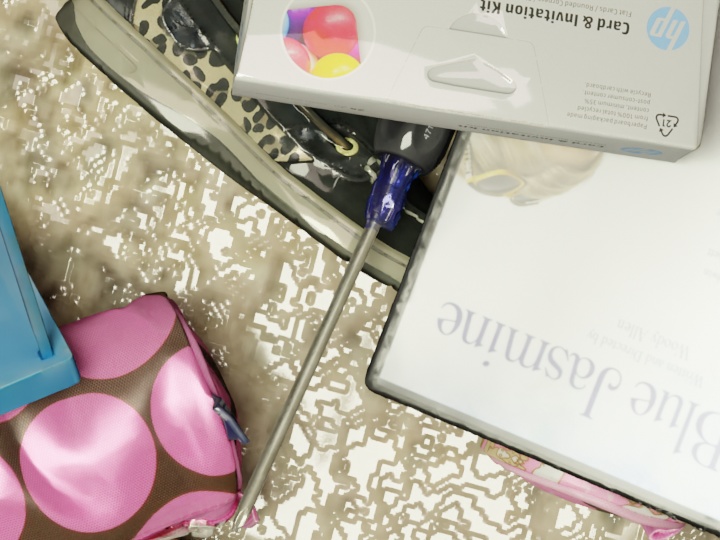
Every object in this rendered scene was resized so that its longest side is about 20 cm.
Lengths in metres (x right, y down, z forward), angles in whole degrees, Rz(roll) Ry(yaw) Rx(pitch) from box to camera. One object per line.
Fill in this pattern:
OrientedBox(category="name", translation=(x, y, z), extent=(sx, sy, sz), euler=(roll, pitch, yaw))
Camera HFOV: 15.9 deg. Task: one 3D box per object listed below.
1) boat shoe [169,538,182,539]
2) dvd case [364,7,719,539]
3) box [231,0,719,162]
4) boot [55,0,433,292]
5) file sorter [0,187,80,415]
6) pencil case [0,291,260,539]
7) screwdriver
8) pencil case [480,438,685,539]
OrientedBox(category="boat shoe", translation=(-0.008, 0.163, 0.960), extent=(0.200, 0.071, 0.070), euler=(38, 58, 11))
OrientedBox(category="dvd case", translation=(0.099, -0.026, 0.886), extent=(0.142, 0.018, 0.201), euler=(21, 94, 15))
OrientedBox(category="box", translation=(0.048, -0.147, 0.853), extent=(0.155, 0.041, 0.202), euler=(8, 84, -4))
OrientedBox(category="boot", translation=(0.008, -0.089, 0.948), extent=(0.203, 0.073, 0.154), euler=(37, 91, 3))
OrientedBox(category="file sorter", translation=(-0.222, -0.006, 0.891), extent=(0.199, 0.139, 0.123), euler=(-22, 133, -13))
OrientedBox(category="pencil case", translation=(-0.140, 0.081, 0.936), extent=(0.199, 0.091, 0.094), euler=(-20, 92, -7))
OrientedBox(category="screwdriver", translation=(0.000, 0.000, 0.896), extent=(0.028, 0.029, 0.201), euler=(15, 80, 38))
OrientedBox(category="pencil case", translation=(0.110, -0.007, 0.934), extent=(0.086, 0.083, 0.201), euler=(21, 93, 26))
